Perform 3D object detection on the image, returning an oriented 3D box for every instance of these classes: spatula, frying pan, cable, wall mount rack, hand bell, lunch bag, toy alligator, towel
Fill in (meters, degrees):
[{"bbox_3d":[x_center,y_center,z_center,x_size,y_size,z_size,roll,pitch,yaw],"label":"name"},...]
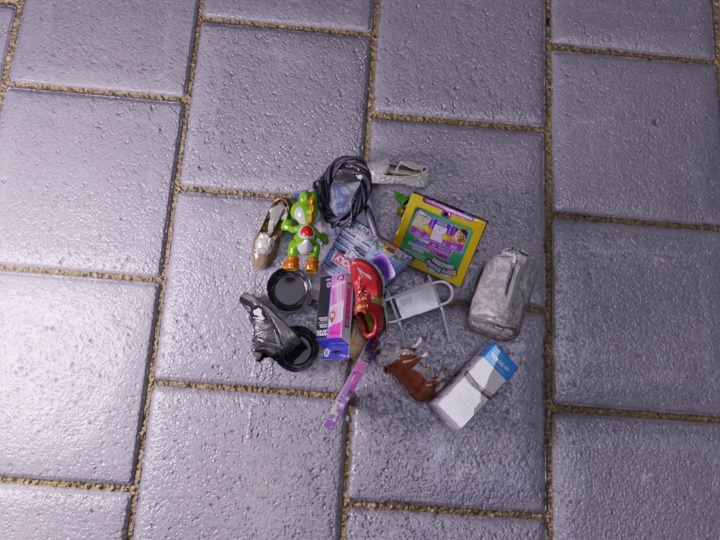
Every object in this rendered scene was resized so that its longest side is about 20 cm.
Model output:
[{"bbox_3d":[0.036,-0.069,1.483,0.056,0.020,0.201,-30,63,36],"label":"spatula"},{"bbox_3d":[-0.141,0.053,1.552,0.189,0.031,0.116,8,76,-9],"label":"frying pan"},{"bbox_3d":[-0.131,0.166,1.529,0.115,0.031,0.190,42,81,12],"label":"frying pan"},{"bbox_3d":[-0.038,-0.195,1.557,0.163,0.051,0.201,-30,54,16],"label":"cable"},{"bbox_3d":[0.145,0.111,1.542,0.199,0.075,0.175,-18,75,-6],"label":"wall mount rack"},{"bbox_3d":[0.053,0.207,1.517,0.199,0.104,0.105,23,77,-9],"label":"hand bell"},{"bbox_3d":[0.351,0.059,1.510,0.139,0.168,0.201,20,77,2],"label":"lunch bag"},{"bbox_3d":[0.155,-0.131,1.603,0.059,0.054,0.200,-36,81,-9],"label":"toy alligator"},{"bbox_3d":[-0.066,-0.155,1.615,0.198,0.024,0.148,-9,77,-4],"label":"towel"}]

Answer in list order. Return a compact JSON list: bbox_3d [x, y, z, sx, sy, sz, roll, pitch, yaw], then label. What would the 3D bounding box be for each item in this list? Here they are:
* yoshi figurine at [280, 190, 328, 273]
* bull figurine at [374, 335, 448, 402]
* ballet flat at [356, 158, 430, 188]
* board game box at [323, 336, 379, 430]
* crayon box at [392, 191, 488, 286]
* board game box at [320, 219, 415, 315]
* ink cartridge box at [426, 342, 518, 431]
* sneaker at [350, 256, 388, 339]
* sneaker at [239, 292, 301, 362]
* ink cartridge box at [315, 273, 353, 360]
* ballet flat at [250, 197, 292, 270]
[{"bbox_3d":[-0.141,-0.096,1.550,0.111,0.112,0.202,1,81,31],"label":"yoshi figurine"},{"bbox_3d":[0.123,0.232,1.475,0.121,0.065,0.200,-33,118,13],"label":"bull figurine"},{"bbox_3d":[0.089,-0.264,1.623,0.198,0.072,0.072,6,77,-3],"label":"ballet flat"},{"bbox_3d":[-0.021,0.258,1.427,0.032,0.120,0.201,30,113,6],"label":"board game box"},{"bbox_3d":[0.192,-0.079,1.548,0.199,0.058,0.174,23,105,9],"label":"crayon box"},{"bbox_3d":[0.000,0.000,1.539,0.199,0.062,0.201,33,96,12],"label":"board game box"},{"bbox_3d":[0.261,0.275,1.468,0.200,0.146,0.084,-43,84,-11],"label":"ink cartridge box"},{"bbox_3d":[0.016,0.067,1.446,0.077,0.085,0.201,-7,107,31],"label":"sneaker"},{"bbox_3d":[-0.246,0.143,1.502,0.199,0.076,0.114,42,78,17],"label":"sneaker"},{"bbox_3d":[-0.063,0.111,1.481,0.037,0.094,0.202,13,74,-43],"label":"ink cartridge box"},{"bbox_3d":[-0.231,-0.100,1.573,0.070,0.065,0.201,17,77,4],"label":"ballet flat"}]
